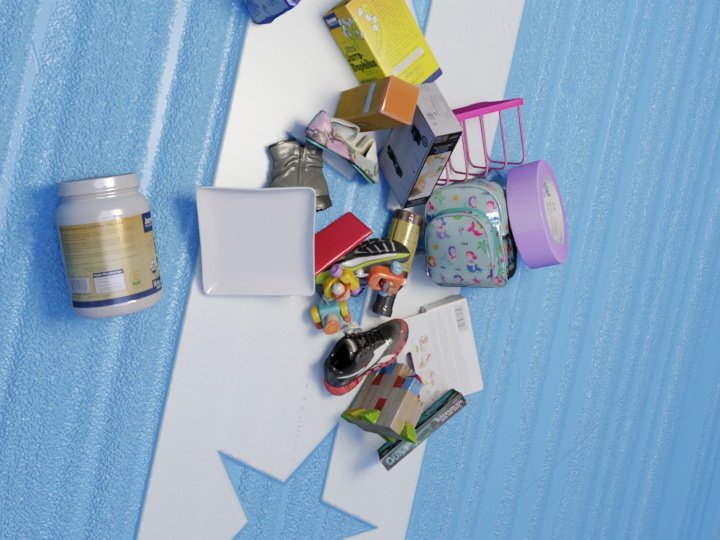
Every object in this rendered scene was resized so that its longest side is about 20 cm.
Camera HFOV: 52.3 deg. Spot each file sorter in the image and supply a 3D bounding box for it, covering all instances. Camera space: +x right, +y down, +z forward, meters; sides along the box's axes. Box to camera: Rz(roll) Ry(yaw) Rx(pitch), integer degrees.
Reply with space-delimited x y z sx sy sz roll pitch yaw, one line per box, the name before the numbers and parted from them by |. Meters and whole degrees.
file sorter | 0.202 -0.245 1.408 0.196 0.138 0.129 -18 106 -24

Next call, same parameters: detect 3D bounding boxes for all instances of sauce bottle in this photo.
sauce bottle | 0.067 -0.013 1.413 0.063 0.064 0.205 17 91 -27

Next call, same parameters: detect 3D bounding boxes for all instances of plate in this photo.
plate | -0.173 -0.051 1.237 0.194 0.033 0.205 0 119 -5

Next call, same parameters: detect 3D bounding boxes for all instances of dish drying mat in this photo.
dish drying mat | -0.074 -0.032 1.336 0.198 0.077 0.018 -37 142 -18

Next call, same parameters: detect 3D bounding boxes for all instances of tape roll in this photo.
tape roll | 0.347 -0.109 1.430 0.199 0.064 0.206 30 56 -55

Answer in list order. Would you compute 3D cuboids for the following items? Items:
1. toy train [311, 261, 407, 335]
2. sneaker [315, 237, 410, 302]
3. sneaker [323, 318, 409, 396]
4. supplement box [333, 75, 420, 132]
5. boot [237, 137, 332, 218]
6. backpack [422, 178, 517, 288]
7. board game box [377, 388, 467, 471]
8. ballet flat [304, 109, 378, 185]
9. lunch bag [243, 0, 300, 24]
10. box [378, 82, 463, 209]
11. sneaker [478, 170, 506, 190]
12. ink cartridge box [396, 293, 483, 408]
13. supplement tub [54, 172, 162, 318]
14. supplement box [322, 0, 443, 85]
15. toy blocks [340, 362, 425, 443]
toy train | -0.006 0.062 1.329 0.147 0.056 0.202 17 128 -23
sneaker | 0.000 0.000 1.365 0.194 0.074 0.083 -16 119 1
sneaker | 0.009 0.149 1.377 0.198 0.071 0.099 -35 143 -11
supplement box | 0.024 -0.286 1.276 0.065 0.199 0.071 16 86 -26
boot | -0.147 -0.159 1.294 0.195 0.067 0.135 -13 91 -25
backpack | 0.205 -0.070 1.403 0.150 0.173 0.206 -21 110 -60
board game box | 0.118 0.305 1.421 0.199 0.135 0.028 -39 86 -4
ballet flat | -0.017 -0.222 1.312 0.198 0.069 0.072 29 102 -44
lunch bag | -0.146 -0.513 1.176 0.124 0.169 0.206 -10 101 -24
box | 0.102 -0.220 1.314 0.059 0.202 0.119 -14 62 -24
sneaker | 0.310 -0.125 1.506 0.078 0.089 0.202 -41 112 -16
ink cartridge box | 0.151 0.171 1.493 0.169 0.044 0.206 -16 105 -9
supplement tub | -0.389 -0.041 1.129 0.141 0.144 0.206 -11 102 -25
supplement box | 0.040 -0.405 1.319 0.109 0.108 0.202 -40 112 -16
toy blocks | 0.060 0.238 1.381 0.099 0.198 0.139 40 68 -24
